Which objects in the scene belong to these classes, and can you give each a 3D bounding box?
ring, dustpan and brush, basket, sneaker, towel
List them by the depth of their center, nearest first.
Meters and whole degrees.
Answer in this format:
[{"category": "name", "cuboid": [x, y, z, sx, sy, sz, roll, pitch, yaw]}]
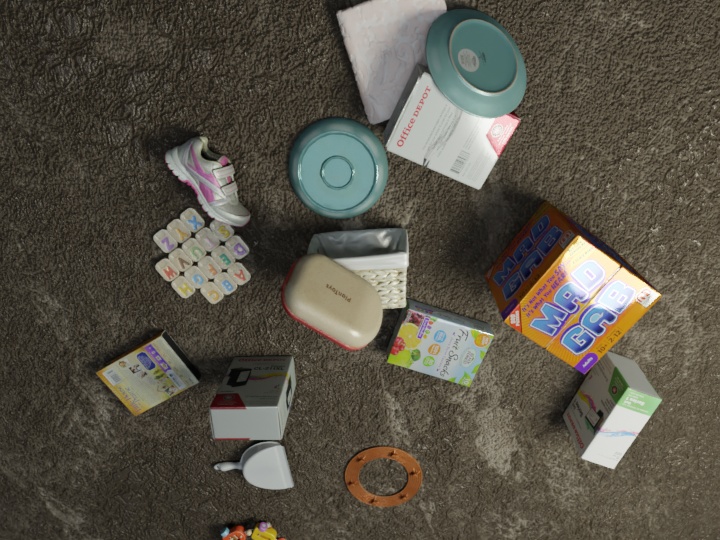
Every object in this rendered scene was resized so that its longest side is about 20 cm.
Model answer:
[{"category": "towel", "cuboid": [0.075, -0.386, 0.961, 0.189, 0.032, 0.202, -17, 113, 8]}, {"category": "sneaker", "cuboid": [-0.278, -0.173, 1.043, 0.088, 0.082, 0.200, -35, 109, 18]}, {"category": "basket", "cuboid": [0.000, 0.000, 1.081, 0.197, 0.136, 0.125, -4, 116, 5]}, {"category": "dustpan and brush", "cuboid": [-0.275, 0.493, 1.362, 0.197, 0.057, 0.141, -10, 112, -1]}, {"category": "ring", "cuboid": [0.059, 0.531, 1.378, 0.197, 0.019, 0.203, 1, 115, 2]}]

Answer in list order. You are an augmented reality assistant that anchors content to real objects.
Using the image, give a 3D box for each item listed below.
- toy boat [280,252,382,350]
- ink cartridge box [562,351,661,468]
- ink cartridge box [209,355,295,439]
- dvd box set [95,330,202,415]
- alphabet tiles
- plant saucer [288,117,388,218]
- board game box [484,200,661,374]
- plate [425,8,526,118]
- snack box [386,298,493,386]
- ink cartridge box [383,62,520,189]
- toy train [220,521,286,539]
[{"category": "toy boat", "cuboid": [-0.060, 0.068, 0.996, 0.199, 0.132, 0.131, 32, 148, -14]}, {"category": "ink cartridge box", "cuboid": [0.543, 0.303, 1.188, 0.083, 0.145, 0.202, 18, 114, -5]}, {"category": "ink cartridge box", "cuboid": [-0.227, 0.270, 1.174, 0.143, 0.200, 0.084, -2, 112, 2]}, {"category": "dvd box set", "cuboid": [-0.492, 0.243, 1.263, 0.198, 0.029, 0.147, -29, 110, 13]}, {"category": "alphabet tiles", "cuboid": [-0.335, -0.027, 1.147, 0.199, 0.015, 0.196, -33, 109, 15]}, {"category": "plant saucer", "cuboid": [-0.044, -0.193, 1.055, 0.197, 0.027, 0.203, 1, 114, 3]}, {"category": "board game box", "cuboid": [0.392, 0.027, 1.041, 0.198, 0.201, 0.201, 31, 111, -12]}, {"category": "plate", "cuboid": [0.201, -0.353, 0.906, 0.197, 0.026, 0.203, 5, 77, -21]}, {"category": "snack box", "cuboid": [0.171, 0.160, 1.189, 0.197, 0.053, 0.144, 17, 115, -6]}, {"category": "ink cartridge box", "cuboid": [0.157, -0.256, 0.967, 0.198, 0.084, 0.146, 20, 121, -15]}, {"category": "toy train", "cuboid": [-0.275, 0.739, 1.467, 0.150, 0.056, 0.200, -36, 105, 18]}]
